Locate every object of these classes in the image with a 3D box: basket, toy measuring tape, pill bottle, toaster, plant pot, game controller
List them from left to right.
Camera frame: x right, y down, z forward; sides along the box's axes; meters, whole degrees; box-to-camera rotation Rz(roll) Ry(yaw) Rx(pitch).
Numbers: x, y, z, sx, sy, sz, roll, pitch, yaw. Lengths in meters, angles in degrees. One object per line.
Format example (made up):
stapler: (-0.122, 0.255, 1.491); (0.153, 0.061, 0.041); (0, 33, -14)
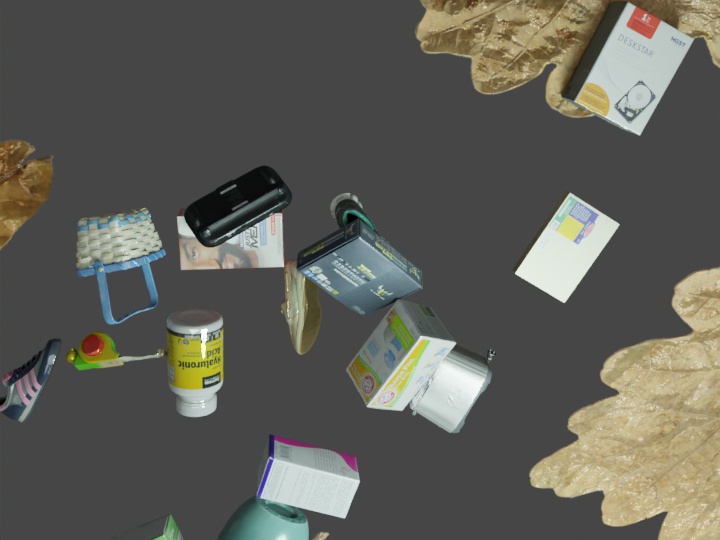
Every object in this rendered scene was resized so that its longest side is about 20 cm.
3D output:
toy measuring tape: (-0.488, 0.153, 1.623); (0.199, 0.074, 0.074); (-8, 108, 0)
basket: (-0.445, -0.011, 1.529); (0.139, 0.176, 0.200); (-12, 95, 14)
pill bottle: (-0.330, 0.185, 1.629); (0.111, 0.111, 0.200); (1, 108, -6)
game controller: (-0.231, -0.124, 1.533); (0.200, 0.104, 0.042); (-31, 149, -16)
plant pot: (-0.203, 0.576, 1.729); (0.200, 0.201, 0.161); (25, 92, -13)
toaster: (0.182, 0.230, 1.694); (0.129, 0.114, 0.200); (26, 106, -11)

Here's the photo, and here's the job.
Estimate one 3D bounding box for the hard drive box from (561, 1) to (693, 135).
hard drive box: (0.505, -0.384, 1.549); (0.156, 0.077, 0.200); (22, 104, -13)

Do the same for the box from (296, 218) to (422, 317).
box: (0.000, 0.000, 1.572); (0.158, 0.051, 0.200); (-28, 133, 29)

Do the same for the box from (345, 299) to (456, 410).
box: (0.078, 0.173, 1.632); (0.101, 0.113, 0.200); (14, 122, -40)

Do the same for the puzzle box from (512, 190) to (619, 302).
puzzle box: (0.423, -0.048, 1.675); (0.133, 0.025, 0.200); (30, 102, -13)

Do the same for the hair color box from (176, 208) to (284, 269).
hair color box: (-0.250, -0.064, 1.583); (0.199, 0.064, 0.111); (-2, 108, -4)

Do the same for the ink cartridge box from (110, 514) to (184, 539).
ink cartridge box: (-0.444, 0.658, 1.783); (0.146, 0.084, 0.200); (-23, 108, 2)

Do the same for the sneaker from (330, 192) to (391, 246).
sneaker: (0.009, -0.056, 1.595); (0.078, 0.091, 0.200); (-36, 108, 4)

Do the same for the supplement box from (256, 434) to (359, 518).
supplement box: (-0.113, 0.439, 1.737); (0.200, 0.101, 0.104); (16, 106, -10)

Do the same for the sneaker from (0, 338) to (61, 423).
sneaker: (-0.668, 0.212, 1.626); (0.082, 0.070, 0.200); (27, 102, -16)

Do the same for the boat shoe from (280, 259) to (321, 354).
boat shoe: (-0.125, 0.073, 1.643); (0.065, 0.072, 0.200); (15, 117, 27)
